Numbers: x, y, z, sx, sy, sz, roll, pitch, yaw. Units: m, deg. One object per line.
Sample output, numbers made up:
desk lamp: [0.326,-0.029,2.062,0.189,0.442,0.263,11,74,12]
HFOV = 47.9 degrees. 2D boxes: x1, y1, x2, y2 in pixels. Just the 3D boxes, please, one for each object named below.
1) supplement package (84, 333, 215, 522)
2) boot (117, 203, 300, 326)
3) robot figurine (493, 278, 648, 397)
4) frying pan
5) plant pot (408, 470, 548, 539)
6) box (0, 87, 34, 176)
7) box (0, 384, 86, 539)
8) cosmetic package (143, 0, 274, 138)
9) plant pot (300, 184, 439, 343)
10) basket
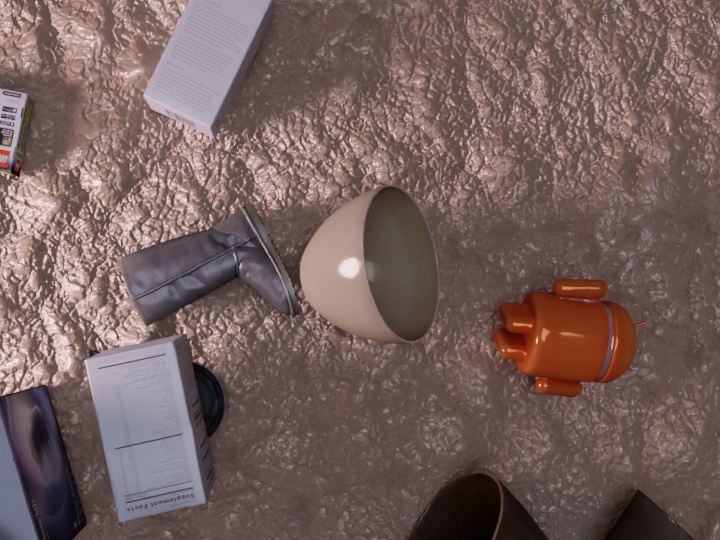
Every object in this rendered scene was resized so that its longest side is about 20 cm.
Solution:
supplement package: [-0.259,0.192,1.017,0.113,0.110,0.202,-11,91,-4]
boot: [-0.200,0.021,1.080,0.199,0.073,0.183,-27,76,-13]
robot figurine: [0.285,0.093,1.102,0.198,0.117,0.145,7,71,-4]
frying pan: [-0.274,0.174,1.083,0.188,0.031,0.116,7,87,-2]
plant pot: [0.188,0.397,1.054,0.200,0.187,0.187,39,84,-13]
box: [-0.547,-0.199,1.076,0.198,0.035,0.111,11,86,-5]
box: [-0.433,0.257,0.979,0.122,0.198,0.202,-17,89,-6]
cosmetic package: [-0.202,-0.295,1.097,0.101,0.071,0.201,25,85,-3]
plant pot: [0.000,0.000,1.058,0.133,0.200,0.202,-9,87,30]
basket: [0.372,0.431,1.080,0.200,0.136,0.180,-47,55,0]
